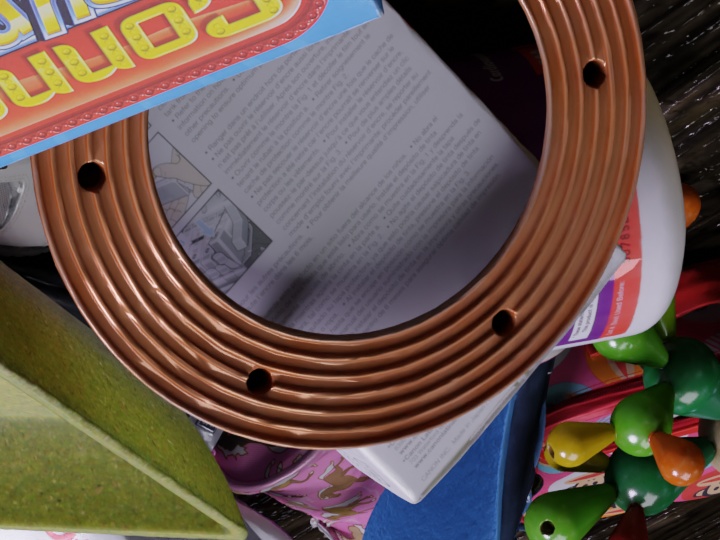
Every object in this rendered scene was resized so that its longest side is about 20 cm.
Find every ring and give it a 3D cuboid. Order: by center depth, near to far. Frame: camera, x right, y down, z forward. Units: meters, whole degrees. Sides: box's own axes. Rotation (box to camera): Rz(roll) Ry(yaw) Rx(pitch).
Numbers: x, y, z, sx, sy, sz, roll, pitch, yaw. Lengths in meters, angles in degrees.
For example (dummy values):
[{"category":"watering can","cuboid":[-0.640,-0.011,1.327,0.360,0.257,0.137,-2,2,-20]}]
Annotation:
[{"category":"ring","cuboid":[-0.004,-0.045,0.735,0.200,0.201,0.019,-6,-169,-21]}]

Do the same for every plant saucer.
[{"category":"plant saucer","cuboid":[-0.162,0.034,0.810,0.199,0.048,0.200,-1,156,27]}]

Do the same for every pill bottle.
[{"category":"pill bottle","cuboid":[0.008,-0.016,0.877,0.199,0.113,0.113,-10,157,-12]}]

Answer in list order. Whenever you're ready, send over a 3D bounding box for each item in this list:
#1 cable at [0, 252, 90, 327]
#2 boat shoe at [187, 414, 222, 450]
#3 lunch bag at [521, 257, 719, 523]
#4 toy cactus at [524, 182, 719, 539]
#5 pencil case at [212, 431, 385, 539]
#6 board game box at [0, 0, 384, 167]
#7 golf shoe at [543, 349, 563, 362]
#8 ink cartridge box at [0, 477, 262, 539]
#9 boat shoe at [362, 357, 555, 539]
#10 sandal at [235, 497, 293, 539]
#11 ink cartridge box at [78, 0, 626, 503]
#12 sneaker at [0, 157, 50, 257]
[{"category":"cable","cuboid":[-0.175,0.014,0.910,0.163,0.051,0.200,-15,159,0]},{"category":"boat shoe","cuboid":[-0.126,0.071,1.073,0.065,0.074,0.200,27,144,-21]},{"category":"lunch bag","cuboid":[0.162,0.047,1.183,0.199,0.082,0.176,-14,154,-8]},{"category":"toy cactus","cuboid":[0.161,0.055,1.066,0.102,0.200,0.165,22,168,47]},{"category":"pencil case","cuboid":[-0.012,0.081,1.140,0.083,0.087,0.200,13,169,24]},{"category":"board game box","cuboid":[-0.122,-0.105,0.585,0.200,0.056,0.196,-21,140,12]},{"category":"golf shoe","cuboid":[0.000,0.000,0.987,0.199,0.075,0.092,-9,142,-20]},{"category":"ink cartridge box","cuboid":[-0.140,0.154,0.967,0.200,0.146,0.083,-34,-164,19]},{"category":"boat shoe","cuboid":[0.058,0.095,1.097,0.069,0.084,0.201,-2,114,-57]},{"category":"sandal","cuboid":[-0.091,0.114,1.146,0.202,0.050,0.083,3,135,45]},{"category":"ink cartridge box","cuboid":[-0.020,-0.032,0.768,0.109,0.200,0.050,-49,-157,-8]},{"category":"sneaker","cuboid":[-0.121,-0.058,0.743,0.088,0.074,0.200,-30,154,37]}]
